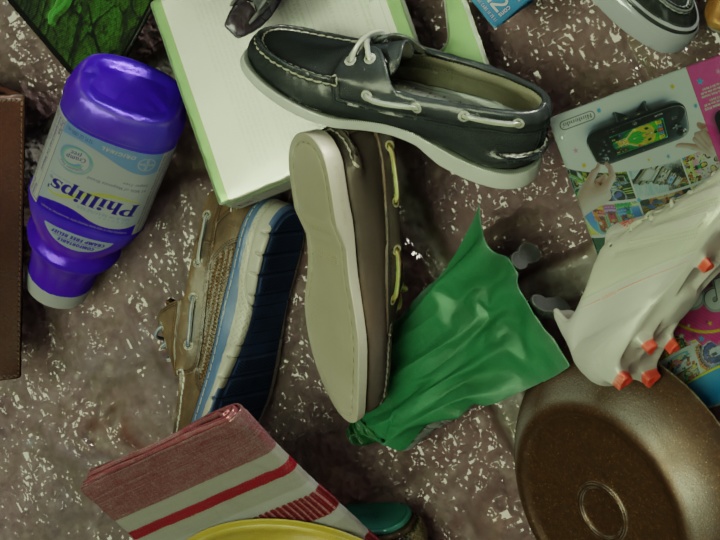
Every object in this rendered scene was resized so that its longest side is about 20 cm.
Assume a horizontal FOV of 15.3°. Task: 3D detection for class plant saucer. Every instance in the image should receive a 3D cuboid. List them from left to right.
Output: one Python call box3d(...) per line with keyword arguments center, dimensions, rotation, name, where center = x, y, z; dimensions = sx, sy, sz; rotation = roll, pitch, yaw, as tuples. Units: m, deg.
box3d(center=(0.160, 0.143, 1.658), dimensions=(0.200, 0.037, 0.200), rotation=(28, 131, 38), name="plant saucer")

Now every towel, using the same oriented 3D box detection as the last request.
box3d(center=(-0.067, 0.172, 1.749), dimensions=(0.144, 0.023, 0.200), rotation=(-25, 122, 34), name="towel")

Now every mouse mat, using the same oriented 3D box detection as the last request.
box3d(center=(-0.172, -0.235, 1.790), dimensions=(0.161, 0.008, 0.200), rotation=(48, 118, 34), name="mouse mat")

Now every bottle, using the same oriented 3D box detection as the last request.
box3d(center=(-0.180, -0.054, 1.799), dimensions=(0.083, 0.065, 0.200), rotation=(20, 134, -8), name="bottle")

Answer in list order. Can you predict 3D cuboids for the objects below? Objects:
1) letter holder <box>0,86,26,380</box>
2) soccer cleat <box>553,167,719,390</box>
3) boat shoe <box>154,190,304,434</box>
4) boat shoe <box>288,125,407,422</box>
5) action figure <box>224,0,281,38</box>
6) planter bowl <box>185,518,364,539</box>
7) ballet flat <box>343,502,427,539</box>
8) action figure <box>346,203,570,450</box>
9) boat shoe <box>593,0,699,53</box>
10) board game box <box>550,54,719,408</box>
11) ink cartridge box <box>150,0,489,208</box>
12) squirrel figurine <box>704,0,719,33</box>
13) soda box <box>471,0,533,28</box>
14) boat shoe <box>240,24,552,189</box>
box3d(center=(-0.315, -0.027, 1.842), dimensions=(0.101, 0.142, 0.200), rotation=(21, 112, 56), name="letter holder")
box3d(center=(0.185, -0.017, 1.571), dimensions=(0.200, 0.069, 0.078), rotation=(-53, 59, 23), name="soccer cleat")
box3d(center=(-0.096, 0.041, 1.804), dimensions=(0.072, 0.072, 0.200), rotation=(22, 100, 28), name="boat shoe")
box3d(center=(0.000, 0.000, 1.694), dimensions=(0.072, 0.059, 0.200), rotation=(28, 130, 54), name="boat shoe")
box3d(center=(-0.031, -0.225, 1.623), dimensions=(0.130, 0.069, 0.200), rotation=(53, 143, 4), name="action figure")
box3d(center=(-0.047, 0.259, 1.753), dimensions=(0.200, 0.083, 0.200), rotation=(8, 135, 9), name="planter bowl")
box3d(center=(-0.046, 0.187, 1.809), dimensions=(0.200, 0.068, 0.075), rotation=(5, 120, 25), name="ballet flat")
box3d(center=(0.052, 0.058, 1.725), dimensions=(0.200, 0.055, 0.118), rotation=(-42, 65, 39), name="action figure")
box3d(center=(0.155, -0.228, 1.610), dimensions=(0.068, 0.074, 0.199), rotation=(-37, 72, 43), name="boat shoe")
box3d(center=(0.220, -0.026, 1.622), dimensions=(0.147, 0.064, 0.200), rotation=(-20, 91, 30), name="board game box")
box3d(center=(-0.021, -0.141, 1.725), dimensions=(0.200, 0.048, 0.146), rotation=(-21, 82, 13), name="ink cartridge box")
box3d(center=(0.256, -0.186, 1.499), dimensions=(0.200, 0.187, 0.142), rotation=(31, 113, 19), name="squirrel figurine")
box3d(center=(0.051, -0.249, 1.644), dimensions=(0.064, 0.068, 0.200), rotation=(-38, 91, 24), name="soda box")
box3d(center=(0.024, -0.116, 1.642), dimensions=(0.200, 0.076, 0.060), rotation=(19, 132, 7), name="boat shoe")
